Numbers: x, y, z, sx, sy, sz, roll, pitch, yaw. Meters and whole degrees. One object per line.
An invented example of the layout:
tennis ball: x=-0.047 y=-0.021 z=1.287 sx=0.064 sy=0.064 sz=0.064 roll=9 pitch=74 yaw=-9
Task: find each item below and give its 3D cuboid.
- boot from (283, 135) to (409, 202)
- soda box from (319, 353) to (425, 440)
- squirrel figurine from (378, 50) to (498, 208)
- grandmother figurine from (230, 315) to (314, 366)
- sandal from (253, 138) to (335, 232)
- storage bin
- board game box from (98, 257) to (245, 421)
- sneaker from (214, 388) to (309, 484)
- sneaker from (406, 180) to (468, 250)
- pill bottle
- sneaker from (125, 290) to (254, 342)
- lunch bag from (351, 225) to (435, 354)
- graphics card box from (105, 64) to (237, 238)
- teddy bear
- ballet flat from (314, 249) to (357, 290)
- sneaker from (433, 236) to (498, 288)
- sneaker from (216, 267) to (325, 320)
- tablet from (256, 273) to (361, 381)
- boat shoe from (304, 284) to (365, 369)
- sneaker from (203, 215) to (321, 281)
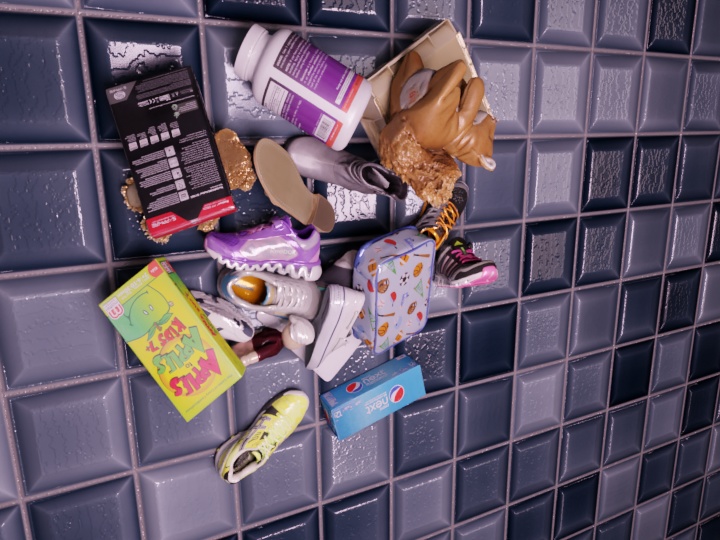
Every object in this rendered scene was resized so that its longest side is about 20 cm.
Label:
boot: x=-0.021 y=-0.167 z=0.855 sx=0.193 sy=0.131 sz=0.073 roll=10 pitch=100 yaw=-27
soda box: x=0.025 y=0.238 z=1.010 sx=0.194 sy=0.064 sz=0.070 roll=-22 pitch=111 yaw=-20
squirrel figurine: x=0.127 y=-0.204 z=0.828 sx=0.184 sy=0.140 sz=0.205 roll=29 pitch=89 yaw=-39
grandmother figurine: x=-0.167 y=0.125 z=0.857 sx=0.193 sy=0.122 sz=0.062 roll=-19 pitch=116 yaw=3
sandal: x=-0.124 y=-0.125 z=0.855 sx=0.211 sy=0.068 sz=0.080 roll=42 pitch=59 yaw=-48
storage bin: x=0.107 y=-0.281 z=0.915 sx=0.198 sy=0.093 sz=0.202 roll=-38 pitch=115 yaw=-12
board game box: x=-0.263 y=0.096 z=0.752 sx=0.100 sy=0.048 sz=0.203 roll=-36 pitch=96 yaw=-3
sneaker: x=-0.162 y=0.294 z=0.924 sx=0.199 sy=0.076 sz=0.076 roll=-43 pitch=114 yaw=-13
sneaker: x=0.141 y=-0.084 z=0.987 sx=0.201 sy=0.077 sz=0.078 roll=-49 pitch=116 yaw=-10
pill bottle: x=-0.086 y=-0.277 z=0.794 sx=0.195 sy=0.112 sz=0.115 roll=29 pitch=89 yaw=-10
sneaker: x=-0.270 y=0.103 z=0.816 sx=0.193 sy=0.080 sz=0.134 roll=21 pitch=100 yaw=-17
lunch bag: x=0.059 y=0.035 z=0.897 sx=0.157 sy=0.075 sz=0.207 roll=-25 pitch=132 yaw=-35
graphics card box: x=-0.259 y=-0.162 z=0.734 sx=0.121 sy=0.051 sz=0.208 roll=-19 pitch=92 yaw=-8
teddy bear: x=-0.254 y=-0.129 z=0.793 sx=0.144 sy=0.067 sz=0.202 roll=41 pitch=83 yaw=-9
ballet flat: x=0.000 y=0.000 z=0.928 sx=0.195 sy=0.072 sz=0.076 roll=4 pitch=101 yaw=-45
sneaker: x=0.183 y=-0.017 z=0.965 sx=0.071 sy=0.199 sz=0.092 roll=-5 pitch=90 yaw=-13
sneaker: x=-0.134 y=0.043 z=0.866 sx=0.193 sy=0.080 sz=0.080 roll=10 pitch=92 yaw=-24
tablet: x=-0.080 y=0.094 z=0.954 sx=0.131 sy=0.014 sz=0.200 roll=-48 pitch=118 yaw=-9
boat shoe: x=-0.044 y=0.104 z=0.875 sx=0.064 sy=0.076 sz=0.202 roll=9 pitch=141 yaw=-15
sneaker: x=-0.146 y=-0.047 z=0.833 sx=0.193 sy=0.081 sz=0.092 roll=8 pitch=112 yaw=-23
